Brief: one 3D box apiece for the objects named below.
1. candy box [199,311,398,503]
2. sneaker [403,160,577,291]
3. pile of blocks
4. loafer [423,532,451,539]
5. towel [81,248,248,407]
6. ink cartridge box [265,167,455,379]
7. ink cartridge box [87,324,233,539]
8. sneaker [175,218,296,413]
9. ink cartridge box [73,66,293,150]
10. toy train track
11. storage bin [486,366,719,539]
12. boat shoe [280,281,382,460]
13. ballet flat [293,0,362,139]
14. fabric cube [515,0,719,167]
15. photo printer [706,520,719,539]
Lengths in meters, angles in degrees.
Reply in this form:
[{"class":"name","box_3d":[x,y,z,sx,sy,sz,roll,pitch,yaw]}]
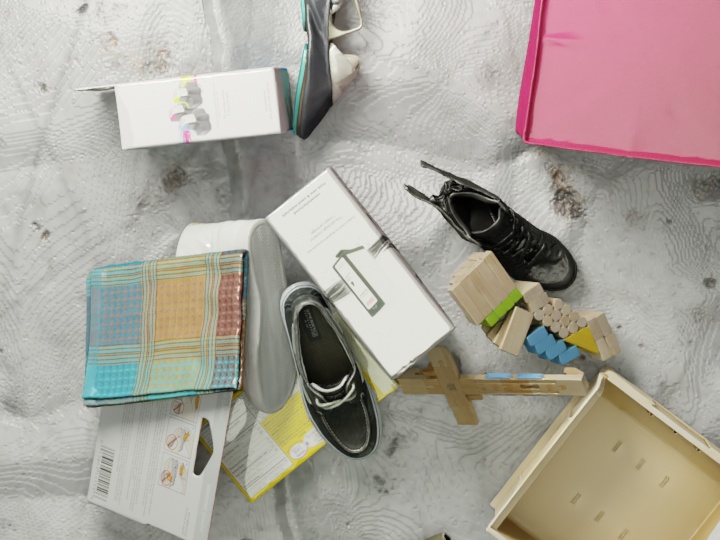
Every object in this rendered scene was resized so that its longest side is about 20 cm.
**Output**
[{"class":"candy box","box_3d":[-0.068,0.141,1.763,0.200,0.026,0.102,-39,88,7]},{"class":"sneaker","box_3d":[0.133,-0.041,1.691,0.200,0.104,0.060,37,97,-1]},{"class":"pile of blocks","box_3d":[0.164,0.050,1.700,0.200,0.062,0.082,27,82,-21]},{"class":"loafer","box_3d":[0.123,0.350,1.749,0.070,0.075,0.200,-44,92,11]},{"class":"towel","box_3d":[-0.198,0.058,1.692,0.200,0.022,0.147,-8,75,32]},{"class":"ink cartridge box","box_3d":[0.000,0.000,1.683,0.084,0.146,0.200,-39,93,2]},{"class":"ink cartridge box","box_3d":[-0.191,0.162,1.722,0.174,0.044,0.200,15,98,35]},{"class":"sneaker","box_3d":[-0.132,0.045,1.733,0.116,0.074,0.200,2,103,35]},{"class":"ink cartridge box","box_3d":[-0.174,-0.160,1.692,0.200,0.115,0.068,-5,95,5]},{"class":"toy train track","box_3d":[0.135,0.107,1.717,0.200,0.033,0.115,-1,133,27]},{"class":"storage bin","box_3d":[0.266,0.234,1.718,0.200,0.094,0.199,37,97,0]},{"class":"boat shoe","box_3d":[-0.033,0.110,1.698,0.072,0.071,0.200,-24,107,2]},{"class":"ballet flat","box_3d":[-0.032,-0.231,1.700,0.073,0.073,0.200,2,94,3]},{"class":"fabric cube","box_3d":[0.258,-0.209,1.617,0.196,0.199,0.200,8,97,4]},{"class":"photo printer","box_3d":[0.410,0.290,1.675,0.069,0.200,0.166,41,109,38]}]
